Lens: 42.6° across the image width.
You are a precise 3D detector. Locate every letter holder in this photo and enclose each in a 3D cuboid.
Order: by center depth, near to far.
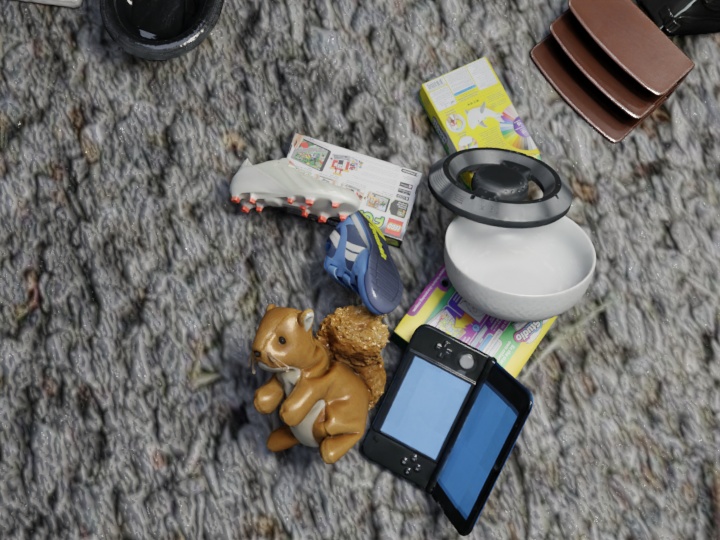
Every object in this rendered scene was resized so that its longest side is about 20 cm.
[{"bbox_3d":[0.369,-0.314,1.388,0.142,0.101,0.201,-40,80,-11],"label":"letter holder"}]

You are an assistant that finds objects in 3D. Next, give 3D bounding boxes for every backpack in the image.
[{"bbox_3d":[0.526,-0.438,1.386,0.197,0.177,0.153,-5,69,-33],"label":"backpack"}]

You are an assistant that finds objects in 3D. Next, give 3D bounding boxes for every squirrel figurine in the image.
[{"bbox_3d":[-0.055,0.118,1.194,0.199,0.140,0.189,-34,110,-29],"label":"squirrel figurine"}]

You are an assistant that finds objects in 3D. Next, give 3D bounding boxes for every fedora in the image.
[{"bbox_3d":[-0.288,-0.388,1.370,0.196,0.092,0.205,1,74,-3],"label":"fedora"}]

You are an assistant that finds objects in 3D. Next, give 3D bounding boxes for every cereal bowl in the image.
[{"bbox_3d":[0.204,-0.002,1.218,0.196,0.084,0.202,3,41,-3],"label":"cereal bowl"}]

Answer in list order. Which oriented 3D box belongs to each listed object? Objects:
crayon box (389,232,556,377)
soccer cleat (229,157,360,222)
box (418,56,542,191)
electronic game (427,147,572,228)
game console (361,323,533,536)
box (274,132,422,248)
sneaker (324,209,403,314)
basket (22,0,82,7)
[{"bbox_3d":[0.167,0.066,1.287,0.172,0.058,0.201,37,74,6],"label":"crayon box"},{"bbox_3d":[-0.090,-0.117,1.272,0.196,0.069,0.079,7,68,21],"label":"soccer cleat"},{"bbox_3d":[0.181,-0.205,1.372,0.116,0.048,0.203,-24,74,-10],"label":"box"},{"bbox_3d":[0.188,-0.113,1.250,0.195,0.042,0.201,5,33,-3],"label":"electronic game"},{"bbox_3d":[0.105,0.198,1.180,0.168,0.118,0.203,26,99,5],"label":"game console"},{"bbox_3d":[-0.019,-0.117,1.339,0.196,0.035,0.112,18,74,2],"label":"box"},{"bbox_3d":[0.000,0.000,1.230,0.082,0.074,0.201,-37,33,15],"label":"sneaker"},{"bbox_3d":[-0.504,-0.526,1.362,0.196,0.161,0.202,8,74,1],"label":"basket"}]
